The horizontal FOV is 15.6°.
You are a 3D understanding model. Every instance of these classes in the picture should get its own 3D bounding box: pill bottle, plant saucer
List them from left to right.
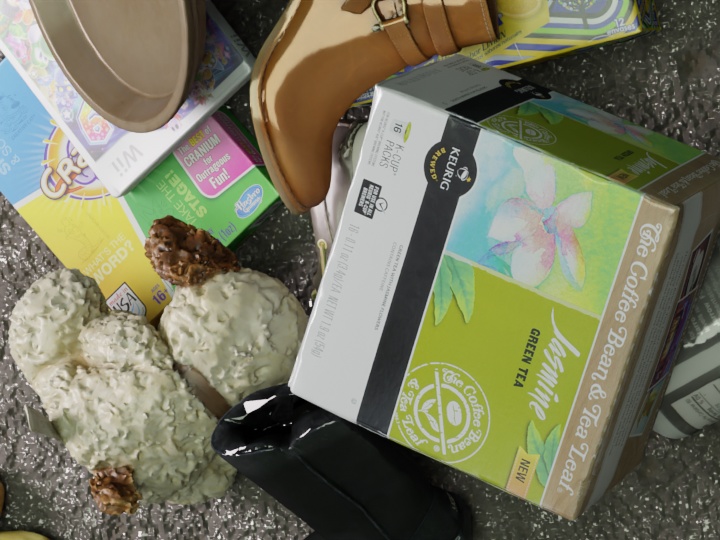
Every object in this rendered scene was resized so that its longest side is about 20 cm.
[{"bbox_3d":[-0.154,-0.184,1.636,0.200,0.029,0.201,36,137,42],"label":"plant saucer"},{"bbox_3d":[0.214,0.035,1.641,0.199,0.114,0.114,-29,89,18],"label":"pill bottle"}]

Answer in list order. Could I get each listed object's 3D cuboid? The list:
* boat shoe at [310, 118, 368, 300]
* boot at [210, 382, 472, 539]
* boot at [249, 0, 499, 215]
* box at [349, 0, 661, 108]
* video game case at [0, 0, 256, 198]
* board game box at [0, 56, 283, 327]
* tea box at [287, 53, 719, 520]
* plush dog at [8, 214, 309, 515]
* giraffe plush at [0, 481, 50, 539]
[{"bbox_3d":[0.000,0.000,1.725,0.059,0.072,0.201,4,105,34],"label":"boat shoe"},{"bbox_3d":[-0.037,0.153,1.689,0.164,0.200,0.066,-31,54,11],"label":"boot"},{"bbox_3d":[0.012,-0.138,1.633,0.154,0.077,0.201,-3,91,12],"label":"boot"},{"bbox_3d":[0.084,-0.158,1.676,0.199,0.070,0.065,-14,91,18],"label":"box"},{"bbox_3d":[-0.173,-0.167,1.722,0.143,0.018,0.200,-40,85,28],"label":"video game case"},{"bbox_3d":[-0.163,-0.077,1.776,0.153,0.040,0.200,-44,84,17],"label":"board game box"},{"bbox_3d":[0.091,0.006,1.546,0.196,0.134,0.201,22,110,18],"label":"tea box"},{"bbox_3d":[-0.110,0.067,1.698,0.172,0.161,0.200,-41,111,8],"label":"plush dog"},{"bbox_3d":[-0.329,0.215,1.800,0.200,0.162,0.173,32,105,10],"label":"giraffe plush"}]
